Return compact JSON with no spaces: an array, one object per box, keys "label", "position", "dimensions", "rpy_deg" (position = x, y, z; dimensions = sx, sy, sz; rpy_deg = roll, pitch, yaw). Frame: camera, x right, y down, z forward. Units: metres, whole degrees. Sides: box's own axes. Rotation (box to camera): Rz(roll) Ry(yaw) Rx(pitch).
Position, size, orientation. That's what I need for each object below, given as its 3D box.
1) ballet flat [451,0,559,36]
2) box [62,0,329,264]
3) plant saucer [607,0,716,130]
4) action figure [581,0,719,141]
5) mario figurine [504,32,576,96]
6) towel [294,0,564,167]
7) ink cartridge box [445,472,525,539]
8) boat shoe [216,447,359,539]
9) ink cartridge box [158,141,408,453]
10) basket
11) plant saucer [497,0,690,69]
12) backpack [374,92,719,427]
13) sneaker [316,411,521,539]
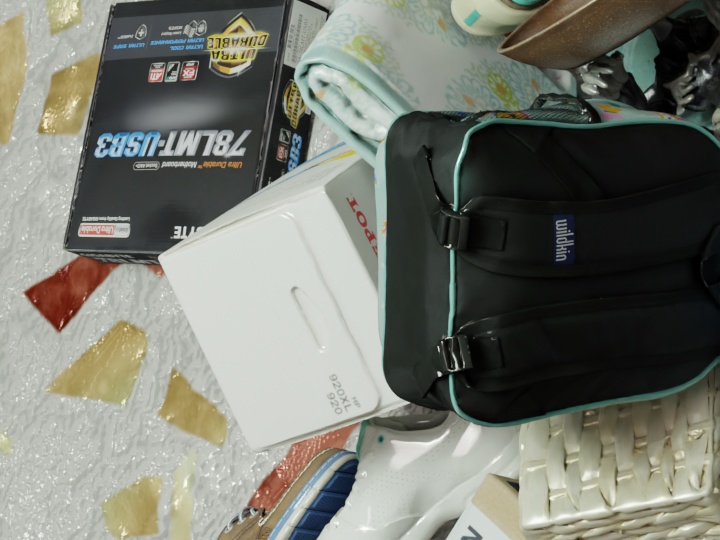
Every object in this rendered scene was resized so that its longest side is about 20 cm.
[{"label":"ballet flat","position":[0.134,-0.200,1.772],"dimensions":[0.069,0.200,0.070],"rpy_deg":[27,131,37]},{"label":"box","position":[-0.123,-0.103,2.036],"dimensions":[0.200,0.050,0.199],"rpy_deg":[3,77,42]},{"label":"plant saucer","position":[0.220,-0.133,1.748],"dimensions":[0.201,0.039,0.202],"rpy_deg":[-14,68,38]},{"label":"action figure","position":[0.203,-0.119,1.638],"dimensions":[0.119,0.102,0.200],"rpy_deg":[-42,32,12]},{"label":"mario figurine","position":[0.081,-0.130,1.862],"dimensions":[0.123,0.106,0.200],"rpy_deg":[35,116,-2]},{"label":"towel","position":[0.059,-0.100,1.728],"dimensions":[0.048,0.200,0.171],"rpy_deg":[-40,11,33]},{"label":"ink cartridge box","position":[0.097,0.254,1.707],"dimensions":[0.165,0.075,0.200],"rpy_deg":[40,104,40]},{"label":"boat shoe","position":[-0.065,0.197,1.869],"dimensions":[0.072,0.072,0.200],"rpy_deg":[41,104,43]},{"label":"ink cartridge box","position":[0.000,0.000,1.759],"dimensions":[0.144,0.200,0.148],"rpy_deg":[-22,98,34]},{"label":"basket","position":[0.169,0.098,1.608],"dimensions":[0.135,0.123,0.200],"rpy_deg":[-13,47,22]},{"label":"plant saucer","position":[0.172,-0.174,1.622],"dimensions":[0.200,0.200,0.037],"rpy_deg":[-31,99,30]},{"label":"backpack","position":[0.108,-0.011,1.506],"dimensions":[0.153,0.199,0.176],"rpy_deg":[-161,68,-66]},{"label":"sneaker","position":[0.018,0.140,1.794],"dimensions":[0.200,0.075,0.089],"rpy_deg":[-38,97,17]}]
